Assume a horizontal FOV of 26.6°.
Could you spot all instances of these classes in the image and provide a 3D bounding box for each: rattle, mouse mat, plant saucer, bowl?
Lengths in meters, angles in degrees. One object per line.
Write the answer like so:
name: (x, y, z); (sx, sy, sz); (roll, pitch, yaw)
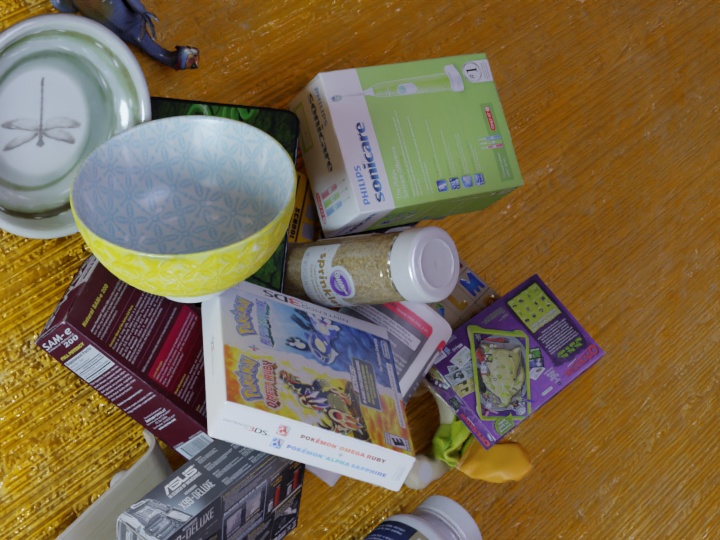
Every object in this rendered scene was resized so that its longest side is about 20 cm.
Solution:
rattle: (0.080, 0.132, 1.607); (0.129, 0.142, 0.202); (-21, 104, -25)
mouse mat: (-0.145, -0.064, 1.456); (0.159, 0.008, 0.202); (5, 78, -1)
plant saucer: (-0.282, -0.131, 1.360); (0.199, 0.050, 0.202); (-17, 116, -37)
bowl: (-0.153, -0.037, 1.355); (0.200, 0.199, 0.109); (-40, 143, -36)

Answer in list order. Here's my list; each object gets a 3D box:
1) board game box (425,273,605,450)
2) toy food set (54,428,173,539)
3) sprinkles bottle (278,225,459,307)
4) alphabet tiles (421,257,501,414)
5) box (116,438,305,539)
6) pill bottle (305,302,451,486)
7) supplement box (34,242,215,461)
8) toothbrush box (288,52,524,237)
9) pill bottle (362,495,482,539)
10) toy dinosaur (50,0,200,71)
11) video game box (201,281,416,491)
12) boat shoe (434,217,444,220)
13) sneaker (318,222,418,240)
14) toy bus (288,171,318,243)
board game box: (0.163, 0.094, 1.631); (0.199, 0.032, 0.120); (-31, 71, -38)
toy food set: (-0.229, 0.262, 1.387); (0.200, 0.060, 0.145); (-44, 124, -33)
sprinkles bottle: (0.000, 0.000, 1.423); (0.068, 0.199, 0.069); (5, 83, -44)
alphabet tiles: (0.098, 0.061, 1.643); (0.200, 0.006, 0.166); (43, 50, 6)
box: (-0.131, 0.224, 1.354); (0.200, 0.050, 0.159); (-37, 149, -37)
pill bottle: (-0.005, 0.112, 1.529); (0.111, 0.110, 0.201); (39, 81, -30)
supplement box: (-0.187, 0.079, 1.395); (0.200, 0.061, 0.109); (41, 45, -18)
toothbrush box: (0.046, -0.127, 1.528); (0.198, 0.086, 0.147); (-11, 80, -30)
pill bottle: (0.036, 0.321, 1.561); (0.200, 0.110, 0.112); (-38, 109, -37)
toy dinosaur: (-0.225, -0.253, 1.424); (0.181, 0.104, 0.202); (16, 62, -58)
video game box: (-0.050, 0.096, 1.359); (0.180, 0.047, 0.201); (17, 29, -18)
boat shoe: (0.032, -0.147, 1.622); (0.201, 0.075, 0.086); (37, 44, -6)
sneaker: (-0.006, -0.026, 1.603); (0.075, 0.088, 0.200); (35, 32, 11)
toy bus: (-0.097, 0.000, 1.515); (0.078, 0.065, 0.202); (22, 71, -39)
